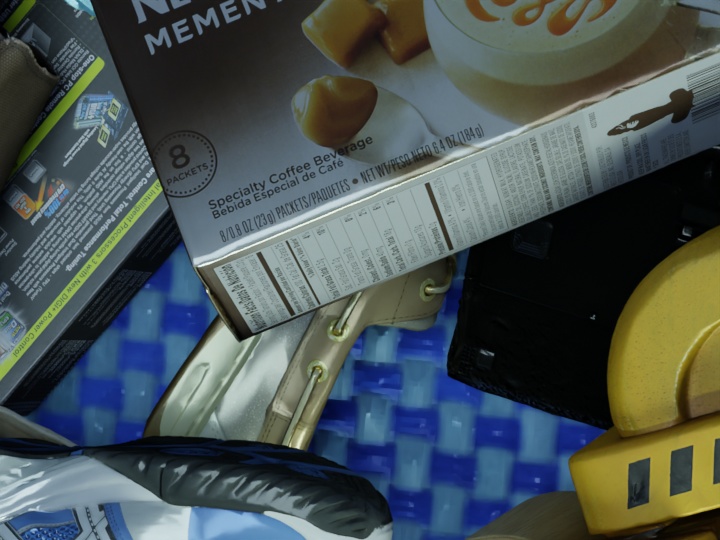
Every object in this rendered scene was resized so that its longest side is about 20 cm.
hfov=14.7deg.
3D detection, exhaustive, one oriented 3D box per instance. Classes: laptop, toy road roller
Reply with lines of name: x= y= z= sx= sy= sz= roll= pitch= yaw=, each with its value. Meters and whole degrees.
laptop: x=0.143 y=-0.039 z=1.003 sx=0.177 sy=0.103 sz=0.200 roll=17 pitch=119 yaw=15
toy road roller: x=0.109 y=0.064 z=0.934 sx=0.200 sy=0.123 sz=0.146 roll=-16 pitch=91 yaw=22

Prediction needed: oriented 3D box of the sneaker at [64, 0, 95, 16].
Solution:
sneaker: x=-0.029 y=-0.141 z=0.991 sx=0.200 sy=0.077 sz=0.081 roll=-10 pitch=57 yaw=-17

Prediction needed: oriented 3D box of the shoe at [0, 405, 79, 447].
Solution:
shoe: x=-0.069 y=0.112 z=1.016 sx=0.200 sy=0.070 sz=0.053 roll=26 pitch=114 yaw=10

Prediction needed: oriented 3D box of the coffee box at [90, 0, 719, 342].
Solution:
coffee box: x=0.025 y=-0.073 z=0.931 sx=0.200 sy=0.080 sz=0.114 roll=-22 pitch=69 yaw=1

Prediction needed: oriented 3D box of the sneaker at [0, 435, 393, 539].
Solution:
sneaker: x=-0.083 y=0.097 z=0.964 sx=0.200 sy=0.076 sz=0.077 roll=-1 pitch=89 yaw=19

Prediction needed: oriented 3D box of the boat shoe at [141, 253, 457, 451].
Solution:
boat shoe: x=0.000 y=0.000 z=1.014 sx=0.066 sy=0.074 sz=0.200 roll=35 pitch=99 yaw=0

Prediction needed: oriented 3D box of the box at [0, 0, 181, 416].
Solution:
box: x=-0.125 y=-0.070 z=1.057 sx=0.160 sy=0.044 sz=0.200 roll=42 pitch=99 yaw=11

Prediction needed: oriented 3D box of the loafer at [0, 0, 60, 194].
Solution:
loafer: x=-0.144 y=-0.063 z=1.000 sx=0.071 sy=0.073 sz=0.200 roll=2 pitch=97 yaw=-4
